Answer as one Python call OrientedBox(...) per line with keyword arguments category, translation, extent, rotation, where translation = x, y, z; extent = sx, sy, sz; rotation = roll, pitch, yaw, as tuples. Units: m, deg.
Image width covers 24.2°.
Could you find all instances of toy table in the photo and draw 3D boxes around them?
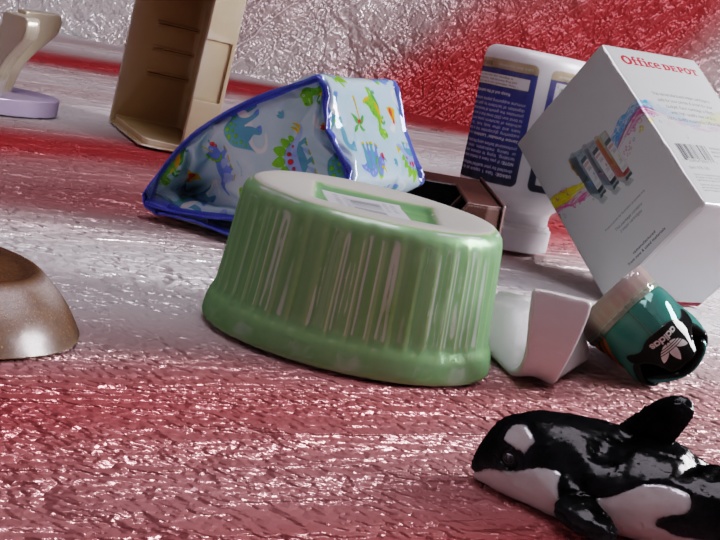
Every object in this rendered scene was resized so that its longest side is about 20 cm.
OrientedBox(category="toy table", translation=(-0.432, -0.248, 1.933), extent=(0.183, 0.118, 0.200), rotation=(18, 13, 32))

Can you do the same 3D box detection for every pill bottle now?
OrientedBox(category="pill bottle", translation=(0.165, -0.123, 1.720), extent=(0.115, 0.201, 0.116), rotation=(12, 7, -1))

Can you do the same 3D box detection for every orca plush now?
OrientedBox(category="orca plush", translation=(0.153, 0.100, 0.839), extent=(0.199, 0.071, 0.105), rotation=(21, 13, 39))

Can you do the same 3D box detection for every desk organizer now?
OrientedBox(category="desk organizer", translation=(0.082, -0.046, 1.573), extent=(0.077, 0.072, 0.200), rotation=(9, 10, -4))

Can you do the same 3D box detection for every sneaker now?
OrientedBox(category="sneaker", translation=(0.211, 0.050, 1.236), extent=(0.080, 0.071, 0.200), rotation=(49, 6, 11))

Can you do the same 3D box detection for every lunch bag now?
OrientedBox(category="lunch bag", translation=(-0.070, -0.089, 1.474), extent=(0.199, 0.128, 0.170), rotation=(-16, -4, 24))

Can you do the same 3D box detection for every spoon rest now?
OrientedBox(category="spoon rest", translation=(0.120, 0.047, 1.183), extent=(0.099, 0.061, 0.200), rotation=(14, -3, 0))

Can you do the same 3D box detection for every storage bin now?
OrientedBox(category="storage bin", translation=(-0.212, -0.248, 1.963), extent=(0.093, 0.201, 0.199), rotation=(11, 10, -21))

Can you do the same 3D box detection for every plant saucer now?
OrientedBox(category="plant saucer", translation=(-0.258, 0.005, 0.969), extent=(0.199, 0.037, 0.200), rotation=(13, 9, -2))

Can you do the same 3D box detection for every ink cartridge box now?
OrientedBox(category="ink cartridge box", translation=(0.276, -0.089, 1.590), extent=(0.145, 0.145, 0.201), rotation=(3, 50, -40))

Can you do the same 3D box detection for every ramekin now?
OrientedBox(category="ramekin", translation=(0.000, 0.000, 1.128), extent=(0.199, 0.098, 0.200), rotation=(12, 10, -2))
